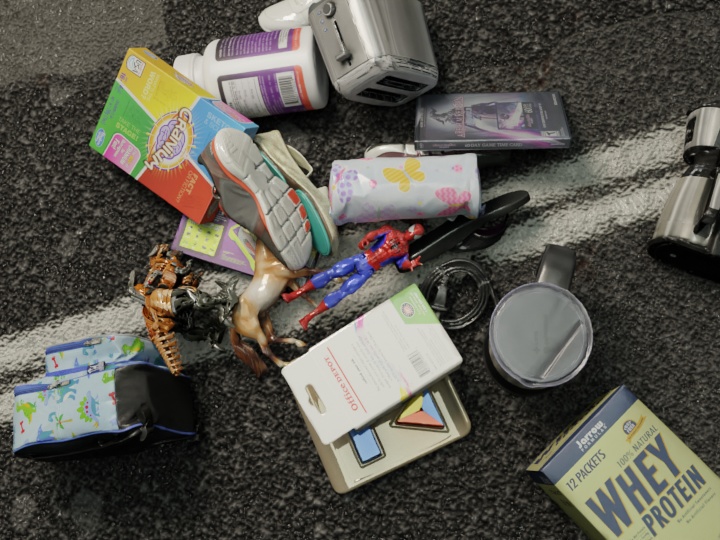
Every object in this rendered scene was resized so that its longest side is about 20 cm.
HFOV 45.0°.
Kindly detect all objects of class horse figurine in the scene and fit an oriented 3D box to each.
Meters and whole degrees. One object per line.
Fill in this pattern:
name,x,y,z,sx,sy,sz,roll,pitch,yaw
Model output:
horse figurine,-0.115,0.044,1.149,0.132,0.050,0.201,31,92,2

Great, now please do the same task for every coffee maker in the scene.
coffee maker,0.483,-0.089,1.109,0.191,0.135,0.201,23,82,-14

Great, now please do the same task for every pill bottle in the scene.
pill bottle,-0.150,-0.268,1.200,0.198,0.111,0.112,-5,78,10

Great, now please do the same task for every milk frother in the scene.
milk frother,0.168,0.060,1.066,0.198,0.188,0.182,-1,78,6

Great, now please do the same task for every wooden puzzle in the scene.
wooden puzzle,0.020,0.166,1.132,0.199,0.046,0.186,-25,78,0

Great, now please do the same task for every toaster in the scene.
toaster,0.026,-0.301,1.171,0.113,0.199,0.130,-21,79,36

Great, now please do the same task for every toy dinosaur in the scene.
toy dinosaur,-0.236,0.052,1.126,0.135,0.102,0.202,11,63,-21

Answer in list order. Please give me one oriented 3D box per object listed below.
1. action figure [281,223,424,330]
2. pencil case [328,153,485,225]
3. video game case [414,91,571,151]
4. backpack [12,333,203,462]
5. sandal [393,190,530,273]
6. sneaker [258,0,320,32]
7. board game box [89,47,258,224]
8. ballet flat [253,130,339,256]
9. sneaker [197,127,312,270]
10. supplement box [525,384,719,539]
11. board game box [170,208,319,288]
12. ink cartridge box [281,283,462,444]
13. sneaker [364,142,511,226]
action figure,0.000,0.000,1.086,0.199,0.099,0.066,-34,95,-5
pencil case,0.057,-0.102,1.104,0.198,0.091,0.084,-2,67,2
video game case,0.172,-0.200,1.158,0.198,0.019,0.143,0,36,5
backpack,-0.330,0.163,1.101,0.198,0.183,0.148,-14,74,12
sandal,0.139,-0.045,1.159,0.199,0.075,0.048,-29,105,7
sneaker,-0.053,-0.393,1.221,0.198,0.100,0.075,-18,47,-3
board game box,-0.253,-0.181,1.169,0.199,0.040,0.154,34,112,11
ballet flat,-0.077,-0.111,1.165,0.062,0.068,0.201,-31,79,-31
sneaker,-0.137,-0.085,1.117,0.082,0.077,0.201,-23,102,39
supplement box,0.314,0.258,1.005,0.134,0.200,0.200,-43,77,-5
board game box,-0.150,-0.054,1.203,0.198,0.032,0.121,17,85,8
ink cartridge box,0.014,0.122,1.087,0.199,0.067,0.118,-31,78,-6
sneaker,0.105,-0.114,1.176,0.198,0.076,0.117,-1,90,10
